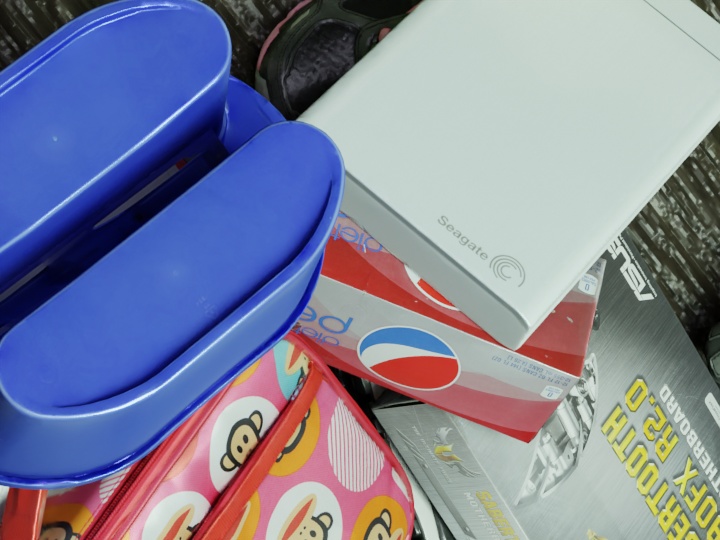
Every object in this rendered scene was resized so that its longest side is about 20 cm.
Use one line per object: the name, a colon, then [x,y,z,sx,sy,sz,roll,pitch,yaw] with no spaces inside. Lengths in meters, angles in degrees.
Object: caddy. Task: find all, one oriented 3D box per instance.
caddy: [-0.099,-0.010,0.878,0.200,0.105,0.141,-39,83,-22]

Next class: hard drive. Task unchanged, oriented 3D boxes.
hard drive: [0.074,-0.072,1.009,0.132,0.027,0.200,40,56,7]

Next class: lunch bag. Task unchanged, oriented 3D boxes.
lunch bag: [-0.077,0.116,0.944,0.200,0.082,0.176,-55,132,-25]

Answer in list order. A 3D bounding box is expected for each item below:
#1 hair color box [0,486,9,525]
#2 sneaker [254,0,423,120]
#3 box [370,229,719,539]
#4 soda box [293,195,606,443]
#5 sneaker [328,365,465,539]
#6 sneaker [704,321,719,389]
hair color box: [-0.174,0.029,0.936,0.111,0.064,0.200,23,84,-24]
sneaker: [0.048,-0.111,1.093,0.200,0.095,0.079,-18,100,-19]
box: [0.110,0.090,1.104,0.158,0.048,0.200,-48,114,-37]
soda box: [0.000,0.000,0.993,0.200,0.063,0.070,22,54,-6]
sneaker: [0.043,0.096,1.108,0.087,0.076,0.201,-18,97,-26]
sneaker: [0.248,0.061,1.186,0.200,0.098,0.071,28,51,-42]
